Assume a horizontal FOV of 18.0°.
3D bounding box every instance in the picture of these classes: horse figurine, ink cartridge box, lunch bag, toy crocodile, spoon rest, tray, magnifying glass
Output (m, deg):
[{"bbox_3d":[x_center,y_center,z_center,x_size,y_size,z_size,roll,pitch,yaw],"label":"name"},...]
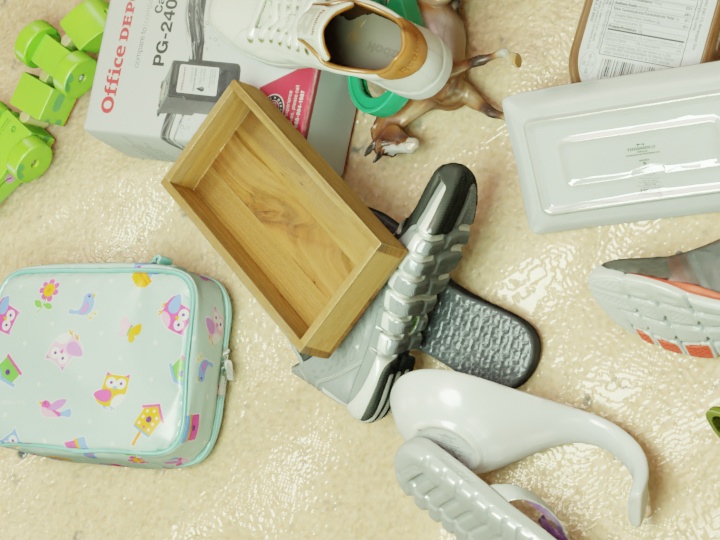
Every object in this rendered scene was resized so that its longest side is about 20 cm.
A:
[{"bbox_3d":[0.070,-0.182,1.692,0.132,0.050,0.201,-3,83,39],"label":"horse figurine"},{"bbox_3d":[-0.103,-0.157,1.757,0.200,0.083,0.146,8,82,26],"label":"ink cartridge box"},{"bbox_3d":[-0.192,0.069,1.753,0.200,0.077,0.161,1,77,26],"label":"lunch bag"},{"bbox_3d":[-0.261,-0.135,1.849,0.067,0.062,0.200,37,100,28],"label":"toy crocodile"},{"bbox_3d":[0.113,0.119,1.595,0.200,0.099,0.061,18,51,19],"label":"spoon rest"},{"bbox_3d":[-0.057,-0.039,1.628,0.099,0.037,0.200,-53,52,16],"label":"tray"},{"bbox_3d":[0.023,-0.212,1.702,0.080,0.022,0.201,-17,67,54],"label":"magnifying glass"},{"bbox_3d":[0.200,-0.085,1.599,0.200,0.022,0.108,-7,106,25],"label":"tray"}]

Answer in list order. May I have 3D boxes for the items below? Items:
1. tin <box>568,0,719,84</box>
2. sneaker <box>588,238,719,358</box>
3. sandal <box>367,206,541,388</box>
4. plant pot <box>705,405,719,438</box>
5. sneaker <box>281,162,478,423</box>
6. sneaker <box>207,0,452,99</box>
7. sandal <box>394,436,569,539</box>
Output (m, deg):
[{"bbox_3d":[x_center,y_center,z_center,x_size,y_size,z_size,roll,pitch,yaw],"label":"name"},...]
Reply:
[{"bbox_3d":[0.219,-0.192,1.635,0.112,0.042,0.200,14,85,24],"label":"tin"},{"bbox_3d":[0.258,0.009,1.563,0.200,0.077,0.082,7,55,26],"label":"sneaker"},{"bbox_3d":[0.046,0.024,1.673,0.200,0.043,0.076,38,103,18],"label":"sandal"},{"bbox_3d":[0.357,0.084,1.431,0.200,0.200,0.193,40,85,28],"label":"plant pot"},{"bbox_3d":[0.000,0.000,1.630,0.115,0.075,0.200,27,101,23],"label":"sneaker"},{"bbox_3d":[-0.034,-0.182,1.638,0.200,0.085,0.073,17,87,26],"label":"sneaker"},{"bbox_3d":[0.111,0.179,1.575,0.203,0.083,0.050,41,59,11],"label":"sandal"}]
